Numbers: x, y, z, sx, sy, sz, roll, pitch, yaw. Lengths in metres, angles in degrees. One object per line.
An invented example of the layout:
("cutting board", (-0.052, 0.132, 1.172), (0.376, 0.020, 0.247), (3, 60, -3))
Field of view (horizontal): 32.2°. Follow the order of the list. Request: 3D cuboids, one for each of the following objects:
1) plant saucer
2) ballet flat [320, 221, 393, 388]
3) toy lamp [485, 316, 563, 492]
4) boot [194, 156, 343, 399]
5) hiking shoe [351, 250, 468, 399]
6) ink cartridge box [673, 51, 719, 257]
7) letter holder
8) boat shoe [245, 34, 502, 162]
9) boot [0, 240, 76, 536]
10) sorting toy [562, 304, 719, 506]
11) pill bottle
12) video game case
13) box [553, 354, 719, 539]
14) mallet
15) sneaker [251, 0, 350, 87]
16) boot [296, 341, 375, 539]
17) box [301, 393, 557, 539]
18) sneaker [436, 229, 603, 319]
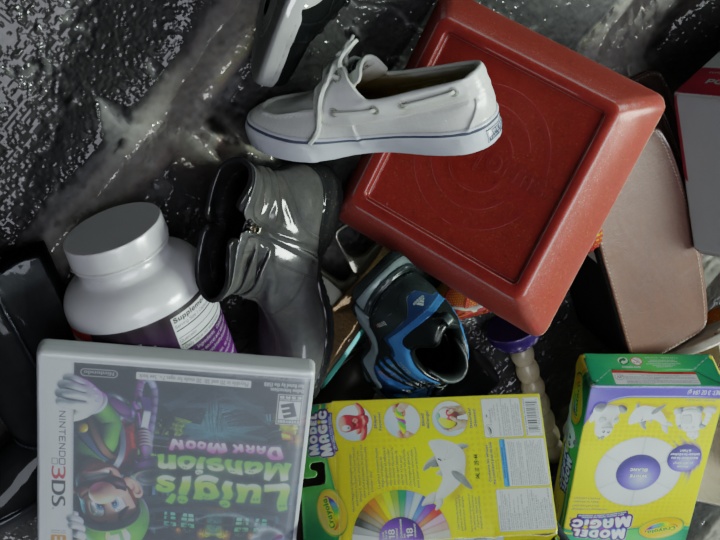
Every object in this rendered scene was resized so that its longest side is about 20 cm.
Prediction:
("plant saucer", (0.095, -0.085, 0.939), (0.202, 0.198, 0.037), (-62, 160, 9))
("ballet flat", (0.000, 0.000, 1.018), (0.072, 0.068, 0.201), (37, 98, -8))
("toy lamp", (0.166, 0.130, 1.131), (0.058, 0.058, 0.202), (-23, 119, -7))
("boot", (-0.079, 0.014, 0.947), (0.131, 0.069, 0.203), (-11, 105, -58))
("hiking shoe", (0.046, 0.071, 0.990), (0.074, 0.087, 0.201), (-42, 150, -11))
("ink cartridge box", (0.345, -0.120, 1.012), (0.200, 0.083, 0.147), (-39, 125, -34))
("letter holder", (0.243, -0.047, 1.053), (0.141, 0.101, 0.202), (-26, 119, -8))
("boat shoe", (0.000, -0.131, 0.903), (0.200, 0.075, 0.087), (4, 128, 26))
("boot", (-0.281, 0.095, 0.958), (0.163, 0.066, 0.202), (-26, 122, -15))
("sorting toy", (0.271, 0.137, 1.128), (0.179, 0.107, 0.202), (-28, 122, -10))
("pill bottle", (-0.157, 0.055, 0.956), (0.111, 0.113, 0.202), (-21, 118, -8))
("video game case", (-0.140, 0.140, 0.926), (0.197, 0.023, 0.184), (4, 118, -6))
("box", (0.230, 0.165, 1.064), (0.116, 0.049, 0.202), (0, 125, -4))
("mallet", (0.128, 0.149, 1.050), (0.066, 0.200, 0.041), (-47, 142, 9))
("sneaker", (-0.001, -0.217, 0.908), (0.111, 0.073, 0.202), (14, 107, -22))
("boot", (-0.014, 0.166, 1.047), (0.074, 0.097, 0.202), (22, 94, -40))
("box", (0.049, 0.162, 0.986), (0.197, 0.119, 0.048), (0, 155, -9))
("sneaker", (0.115, -0.014, 1.017), (0.073, 0.078, 0.200), (-12, 161, -46))
